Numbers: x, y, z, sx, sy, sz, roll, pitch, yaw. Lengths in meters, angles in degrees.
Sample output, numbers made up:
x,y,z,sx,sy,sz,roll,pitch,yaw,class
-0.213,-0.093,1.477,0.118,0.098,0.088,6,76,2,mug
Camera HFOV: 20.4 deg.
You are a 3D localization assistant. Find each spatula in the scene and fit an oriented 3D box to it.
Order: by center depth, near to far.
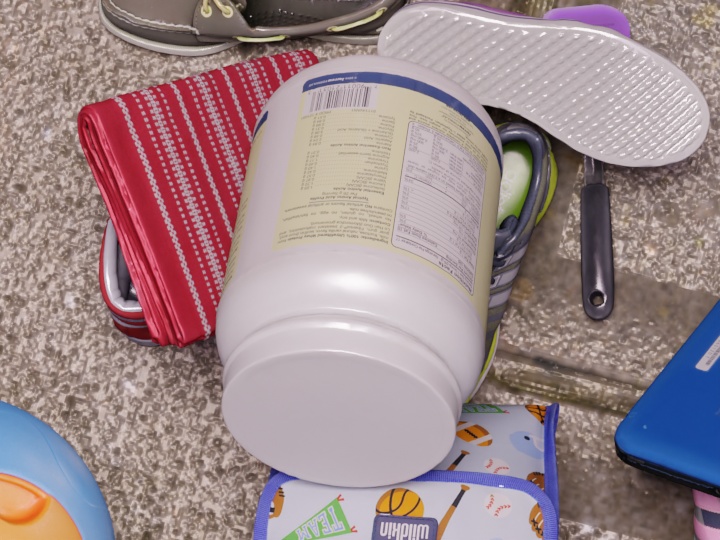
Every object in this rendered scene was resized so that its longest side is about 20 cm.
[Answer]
x,y,z,sx,sy,sz,roll,pitch,yaw,class
0.144,-0.069,1.243,0.056,0.021,0.201,-5,83,16,spatula

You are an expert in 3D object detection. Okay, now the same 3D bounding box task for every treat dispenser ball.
x,y,z,sx,sy,sz,roll,pitch,yaw,class
-0.239,0.169,1.140,0.200,0.201,0.202,0,81,3,treat dispenser ball

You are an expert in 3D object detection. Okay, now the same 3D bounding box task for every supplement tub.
x,y,z,sx,sy,sz,roll,pitch,yaw,class
0.000,0.000,1.080,0.144,0.145,0.201,6,52,4,supplement tub

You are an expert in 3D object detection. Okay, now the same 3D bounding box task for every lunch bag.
x,y,z,sx,sy,sz,roll,pitch,yaw,class
0.028,0.154,1.117,0.169,0.200,0.124,3,118,6,lunch bag

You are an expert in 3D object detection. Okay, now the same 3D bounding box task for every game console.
x,y,z,sx,sy,sz,roll,pitch,yaw,class
0.267,0.106,1.165,0.170,0.119,0.200,18,44,31,game console

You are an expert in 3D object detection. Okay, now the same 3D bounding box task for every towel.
x,y,z,sx,sy,sz,roll,pitch,yaw,class
-0.070,-0.046,1.163,0.022,0.200,0.145,-20,91,42,towel

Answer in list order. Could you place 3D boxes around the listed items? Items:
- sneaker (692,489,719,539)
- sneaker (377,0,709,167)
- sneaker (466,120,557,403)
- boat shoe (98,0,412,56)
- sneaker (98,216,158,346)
x,y,z,sx,sy,sz,roll,pitch,yaw,class
0.216,0.136,1.189,0.070,0.082,0.201,6,57,-19,sneaker
0.116,-0.123,1.206,0.200,0.114,0.073,21,104,7,sneaker
0.063,-0.004,1.209,0.074,0.081,0.201,18,83,6,sneaker
-0.068,-0.176,1.252,0.201,0.060,0.072,0,81,3,boat shoe
-0.088,-0.046,1.207,0.071,0.112,0.200,32,84,7,sneaker
